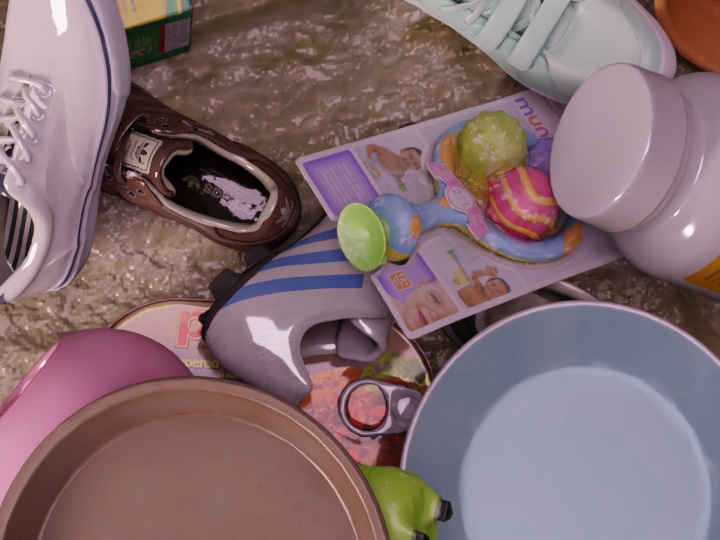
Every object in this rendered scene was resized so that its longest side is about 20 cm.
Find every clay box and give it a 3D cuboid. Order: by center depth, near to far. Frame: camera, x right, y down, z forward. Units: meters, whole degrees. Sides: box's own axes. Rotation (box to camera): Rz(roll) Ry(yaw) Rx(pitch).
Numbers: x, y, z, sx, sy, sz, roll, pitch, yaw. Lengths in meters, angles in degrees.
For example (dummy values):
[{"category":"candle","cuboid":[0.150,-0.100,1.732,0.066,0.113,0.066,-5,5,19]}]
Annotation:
[{"category":"clay box","cuboid":[-0.142,-0.219,1.196,0.047,0.115,0.202,-17,87,-7]}]

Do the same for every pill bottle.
[{"category":"pill bottle","cuboid":[0.202,-0.040,1.171,0.199,0.112,0.114,18,82,-30]}]

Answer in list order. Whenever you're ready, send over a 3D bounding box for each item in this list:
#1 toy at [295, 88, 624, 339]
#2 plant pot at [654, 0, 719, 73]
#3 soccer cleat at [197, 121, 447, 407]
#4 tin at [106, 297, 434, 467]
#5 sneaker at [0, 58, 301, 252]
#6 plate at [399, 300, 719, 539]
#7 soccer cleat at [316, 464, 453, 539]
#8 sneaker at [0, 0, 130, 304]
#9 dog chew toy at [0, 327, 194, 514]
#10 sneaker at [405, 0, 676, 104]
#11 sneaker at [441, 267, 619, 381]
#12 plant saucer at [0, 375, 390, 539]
[{"category":"toy","cuboid":[0.074,-0.046,1.170,0.199,0.047,0.116,-21,70,-37]},{"category":"plant pot","cuboid":[0.261,-0.203,1.198,0.198,0.200,0.141,6,68,-4]},{"category":"soccer cleat","cuboid":[0.000,0.000,1.186,0.086,0.070,0.200,42,59,11]},{"category":"tin","cuboid":[-0.056,0.073,1.214,0.198,0.042,0.113,3,88,-4]},{"category":"sneaker","cuboid":[-0.123,-0.071,1.203,0.198,0.076,0.071,21,83,-3]},{"category":"plate","cuboid":[0.116,0.116,1.136,0.198,0.026,0.202,1,80,-6]},{"category":"soccer cleat","cuboid":[0.002,0.185,1.098,0.080,0.067,0.202,13,116,25]},{"category":"sneaker","cuboid":[-0.168,-0.069,1.142,0.073,0.071,0.202,19,120,22]},{"category":"dog chew toy","cuboid":[-0.098,0.123,1.133,0.200,0.124,0.125,41,83,-9]},{"category":"sneaker","cuboid":[0.070,-0.144,1.181,0.200,0.118,0.074,33,107,16]},{"category":"sneaker","cuboid":[0.132,0.059,1.203,0.199,0.090,0.067,32,82,-1]},{"category":"plant saucer","cuboid":[-0.080,0.151,1.035,0.198,0.029,0.202,-1,83,8]}]
